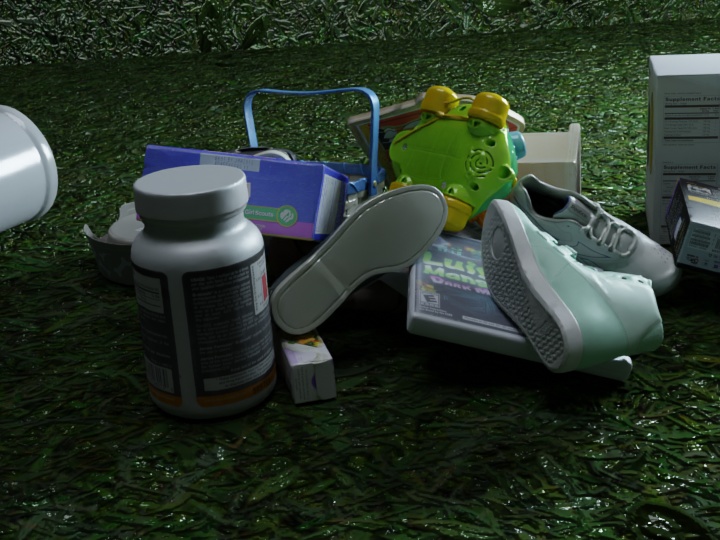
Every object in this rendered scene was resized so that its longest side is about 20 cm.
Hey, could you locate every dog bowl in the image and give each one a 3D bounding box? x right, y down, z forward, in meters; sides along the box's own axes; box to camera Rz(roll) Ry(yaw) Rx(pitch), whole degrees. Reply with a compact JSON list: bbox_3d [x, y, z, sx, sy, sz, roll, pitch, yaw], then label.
[{"bbox_3d":[-0.233,-0.038,1.295,0.199,0.059,0.200,-4,20,1],"label":"dog bowl"}]

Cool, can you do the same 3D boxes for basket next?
[{"bbox_3d":[-0.054,-0.117,1.264,0.176,0.201,0.139,3,13,29],"label":"basket"}]

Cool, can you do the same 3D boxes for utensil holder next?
[{"bbox_3d":[-0.537,-0.114,1.412,0.169,0.171,0.200,7,26,28],"label":"utensil holder"}]

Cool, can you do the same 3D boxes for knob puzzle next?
[{"bbox_3d":[0.106,-0.154,1.316,0.219,0.220,0.031,-4,62,0],"label":"knob puzzle"}]

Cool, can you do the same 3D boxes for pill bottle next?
[{"bbox_3d":[-0.137,0.017,0.917,0.116,0.201,0.116,-3,20,1],"label":"pill bottle"}]

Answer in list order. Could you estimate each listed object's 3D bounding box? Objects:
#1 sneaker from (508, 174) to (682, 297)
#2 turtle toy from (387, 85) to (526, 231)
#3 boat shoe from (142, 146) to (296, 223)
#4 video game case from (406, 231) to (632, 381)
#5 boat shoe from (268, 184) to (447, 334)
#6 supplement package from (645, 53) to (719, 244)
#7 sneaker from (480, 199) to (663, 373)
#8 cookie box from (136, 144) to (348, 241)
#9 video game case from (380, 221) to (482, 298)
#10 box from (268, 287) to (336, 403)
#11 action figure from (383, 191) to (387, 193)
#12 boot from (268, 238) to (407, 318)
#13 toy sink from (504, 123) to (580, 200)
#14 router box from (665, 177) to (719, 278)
[{"bbox_3d":[0.234,-0.033,1.087,0.200,0.087,0.075,25,70,16],"label":"sneaker"},{"bbox_3d":[0.096,-0.112,1.121,0.101,0.146,0.200,22,-1,-39],"label":"turtle toy"},{"bbox_3d":[-0.160,-0.098,1.207,0.199,0.075,0.066,-21,19,20],"label":"boat shoe"},{"bbox_3d":[0.142,0.025,0.990,0.199,0.023,0.182,13,27,-3],"label":"video game case"},{"bbox_3d":[-0.007,-0.015,0.991,0.200,0.073,0.062,-38,14,-13],"label":"boat shoe"},{"bbox_3d":[0.421,-0.148,1.265,0.150,0.201,0.152,1,20,12],"label":"supplement package"},{"bbox_3d":[0.186,0.009,0.935,0.118,0.074,0.201,-4,42,-20],"label":"sneaker"},{"bbox_3d":[-0.109,-0.074,1.053,0.171,0.076,0.200,7,2,6],"label":"cookie box"},{"bbox_3d":[0.106,0.001,1.070,0.200,0.024,0.182,34,33,32],"label":"video game case"},{"bbox_3d":[-0.064,0.065,1.005,0.039,0.042,0.200,-8,19,-12],"label":"box"},{"bbox_3d":[0.070,-0.053,1.285,0.118,0.055,0.200,0,16,6],"label":"action figure"},{"bbox_3d":[0.000,0.000,1.144,0.146,0.070,0.200,-9,25,-23],"label":"boot"},{"bbox_3d":[0.203,-0.091,1.256,0.112,0.131,0.200,0,21,13],"label":"toy sink"},{"bbox_3d":[0.420,-0.028,1.084,0.199,0.052,0.157,15,23,7],"label":"router box"}]
